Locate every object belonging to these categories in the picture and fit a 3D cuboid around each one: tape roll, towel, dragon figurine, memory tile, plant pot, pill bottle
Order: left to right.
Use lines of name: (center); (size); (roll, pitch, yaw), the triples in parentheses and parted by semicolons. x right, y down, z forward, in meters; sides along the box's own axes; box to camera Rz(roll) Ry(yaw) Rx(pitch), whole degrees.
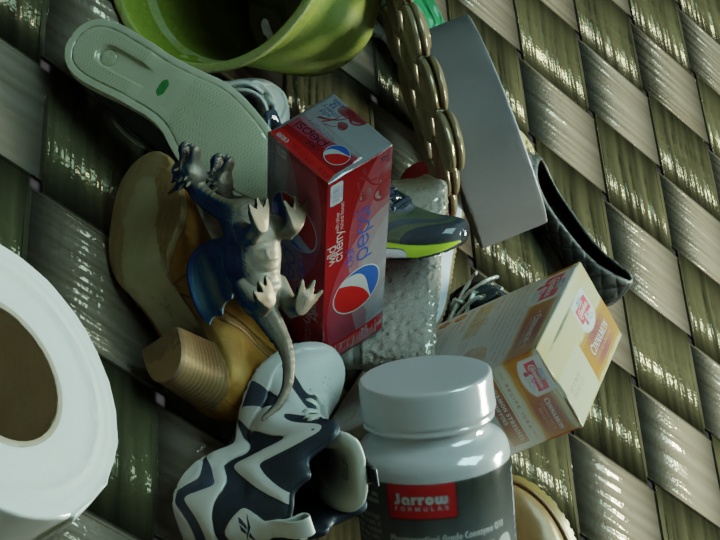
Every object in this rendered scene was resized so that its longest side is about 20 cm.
tape roll: (-0.243, 0.076, 1.377); (0.202, 0.071, 0.203); (38, 33, -31)
dragon figurine: (-0.081, 0.004, 1.569); (0.059, 0.099, 0.202); (-8, 88, -38)
plant pot: (-0.075, -0.241, 1.852); (0.184, 0.200, 0.201); (19, 45, -63)
towel: (0.000, 0.000, 1.759); (0.035, 0.132, 0.201); (79, 12, -45)
memory tile: (0.052, -0.153, 1.862); (0.153, 0.017, 0.201); (93, -17, -69)
pill bottle: (0.054, 0.170, 1.607); (0.114, 0.113, 0.201); (-32, 119, -61)
tape roll: (0.101, -0.124, 2.011); (0.200, 0.066, 0.201); (-21, 90, -88)

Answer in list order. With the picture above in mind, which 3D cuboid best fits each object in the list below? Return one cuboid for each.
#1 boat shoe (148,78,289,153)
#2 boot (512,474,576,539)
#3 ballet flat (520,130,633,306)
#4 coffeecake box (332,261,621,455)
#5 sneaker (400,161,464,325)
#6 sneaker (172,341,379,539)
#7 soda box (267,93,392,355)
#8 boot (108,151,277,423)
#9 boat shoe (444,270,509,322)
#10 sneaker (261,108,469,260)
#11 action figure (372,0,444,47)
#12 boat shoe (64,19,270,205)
boat shoe: (-0.095, -0.118, 1.799); (0.074, 0.065, 0.200); (53, 29, -5)
boot: (0.116, 0.264, 1.744); (0.176, 0.066, 0.200); (57, 30, 1)
ballet flat: (0.198, -0.056, 2.193); (0.201, 0.057, 0.066); (58, 28, 3)
coffeecake box: (0.085, 0.090, 1.721); (0.073, 0.199, 0.154); (58, 28, -13)
sneaker: (0.026, -0.044, 1.905); (0.112, 0.071, 0.201); (42, 34, -31)
sneaker: (-0.028, 0.121, 1.549); (0.199, 0.129, 0.080); (-45, 127, -48)
soda box: (-0.025, -0.026, 1.622); (0.063, 0.201, 0.070); (-32, 57, -28)
boot: (-0.110, 0.022, 1.649); (0.144, 0.071, 0.202); (29, 42, -49)
boat shoe: (0.102, 0.040, 1.886); (0.062, 0.075, 0.200); (36, 6, -2)
sneaker: (-0.009, -0.063, 1.719); (0.199, 0.081, 0.074); (18, 14, 13)
action figure: (0.044, -0.238, 2.143); (0.118, 0.054, 0.201); (-15, 81, -61)
boat shoe: (-0.132, -0.111, 1.681); (0.200, 0.072, 0.068); (37, -17, 11)
